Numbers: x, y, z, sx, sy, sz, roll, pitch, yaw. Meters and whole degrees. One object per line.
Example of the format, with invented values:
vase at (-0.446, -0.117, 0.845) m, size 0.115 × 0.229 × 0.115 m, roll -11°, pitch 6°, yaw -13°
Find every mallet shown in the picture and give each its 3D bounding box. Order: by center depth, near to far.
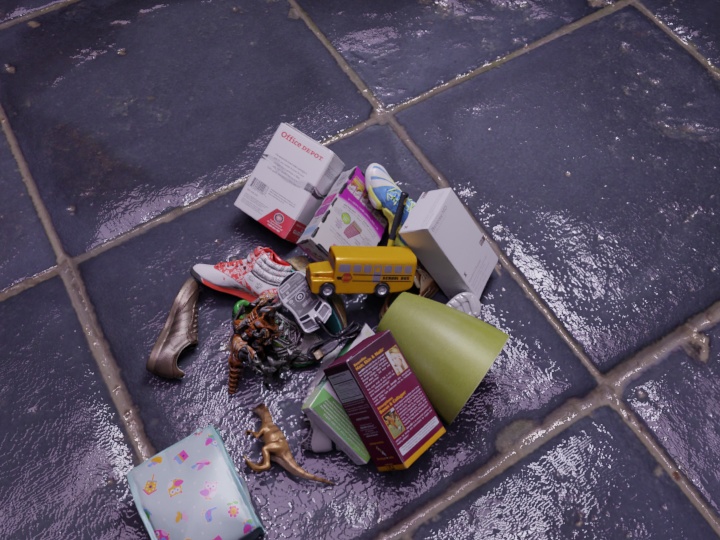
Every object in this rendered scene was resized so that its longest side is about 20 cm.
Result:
mallet at (0.054, -0.053, 1.334) m, size 0.041 × 0.204 × 0.065 m, roll 23°, pitch 23°, yaw 30°

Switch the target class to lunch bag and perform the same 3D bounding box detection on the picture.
lunch bag at (-0.272, 0.376, 1.119) m, size 0.168 × 0.122 × 0.202 m, roll -28°, pitch 68°, yaw -15°

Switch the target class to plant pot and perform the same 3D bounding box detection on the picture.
plant pot at (0.130, 0.134, 1.208) m, size 0.199 × 0.188 × 0.188 m, roll 36°, pitch 65°, yaw 12°

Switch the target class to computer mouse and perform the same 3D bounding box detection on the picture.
computer mouse at (-0.086, 0.078, 1.266) m, size 0.109 × 0.044 × 0.201 m, roll -39°, pitch 52°, yaw 0°

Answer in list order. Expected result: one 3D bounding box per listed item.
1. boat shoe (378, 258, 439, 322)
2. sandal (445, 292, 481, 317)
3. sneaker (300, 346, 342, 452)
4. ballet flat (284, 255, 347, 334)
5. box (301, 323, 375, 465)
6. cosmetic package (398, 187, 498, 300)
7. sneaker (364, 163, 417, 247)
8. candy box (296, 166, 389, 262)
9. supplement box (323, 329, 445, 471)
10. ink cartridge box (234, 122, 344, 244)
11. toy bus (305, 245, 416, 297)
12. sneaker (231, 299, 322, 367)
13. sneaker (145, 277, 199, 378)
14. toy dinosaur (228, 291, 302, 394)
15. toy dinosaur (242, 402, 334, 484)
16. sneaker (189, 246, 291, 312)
boat shoe at (0.108, 0.030, 1.350) m, size 0.075 × 0.074 × 0.201 m, roll 28°, pitch 63°, yaw 16°
sandal at (0.146, 0.119, 1.311) m, size 0.201 × 0.050 × 0.083 m, roll -32°, pitch 88°, yaw -4°
sneaker at (-0.066, 0.226, 1.238) m, size 0.079 × 0.077 × 0.203 m, roll -4°, pitch 57°, yaw 9°
ballet flat at (-0.076, 0.041, 1.354) m, size 0.070 × 0.071 × 0.200 m, roll -36°, pitch 65°, yaw -20°
box at (0.001, 0.215, 1.204) m, size 0.145 × 0.036 × 0.201 m, roll 46°, pitch 51°, yaw -12°
cosmetic package at (0.173, -0.048, 1.325) m, size 0.080 × 0.200 × 0.114 m, roll -1°, pitch 49°, yaw 46°
sneaker at (0.088, -0.132, 1.374) m, size 0.104 × 0.202 × 0.076 m, roll -6°, pitch 35°, yaw 39°
candy box at (-0.025, -0.090, 1.391) m, size 0.136 × 0.061 × 0.202 m, roll 44°, pitch 58°, yaw -23°
supplement box at (0.040, 0.219, 1.152) m, size 0.110 × 0.085 × 0.202 m, roll -30°, pitch 91°, yaw -38°
ink cartridge box at (-0.146, -0.180, 1.424) m, size 0.143 × 0.084 × 0.202 m, roll 33°, pitch 94°, yaw 19°
toy bus at (0.000, 0.000, 1.266) m, size 0.196 × 0.080 × 0.065 m, roll 1°, pitch 27°, yaw -17°
sneaker at (-0.160, 0.118, 1.292) m, size 0.197 × 0.086 × 0.079 m, roll 19°, pitch 61°, yaw 11°
sneaker at (-0.341, 0.114, 1.318) m, size 0.074 × 0.071 × 0.203 m, roll 23°, pitch 63°, yaw -8°
toy dinosaur at (-0.185, 0.139, 1.243) m, size 0.135 × 0.202 × 0.102 m, roll 35°, pitch 40°, yaw 12°
toy dinosaur at (-0.145, 0.315, 1.189) m, size 0.105 × 0.061 × 0.200 m, roll -32°, pitch 64°, yaw -19°
sneaker at (-0.231, -0.004, 1.349) m, size 0.198 × 0.067 × 0.110 m, roll 22°, pitch 101°, yaw 7°
